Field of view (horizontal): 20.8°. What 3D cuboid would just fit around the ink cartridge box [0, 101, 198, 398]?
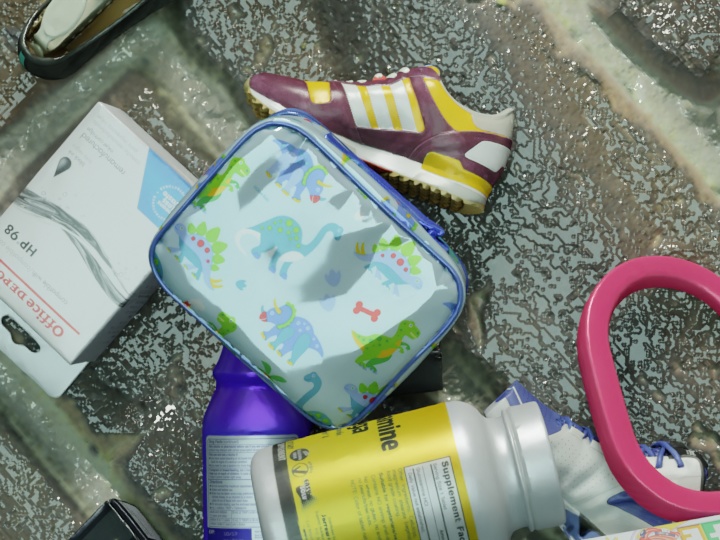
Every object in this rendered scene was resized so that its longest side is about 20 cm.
[{"bbox_3d":[-0.210,-0.011,1.462,0.116,0.067,0.200,41,94,5],"label":"ink cartridge box"}]

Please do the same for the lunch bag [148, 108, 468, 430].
[{"bbox_3d":[-0.031,-0.003,1.360,0.200,0.082,0.161,42,100,-4],"label":"lunch bag"}]

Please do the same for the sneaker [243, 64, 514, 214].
[{"bbox_3d":[0.015,-0.116,1.439,0.199,0.075,0.091,24,82,2],"label":"sneaker"}]

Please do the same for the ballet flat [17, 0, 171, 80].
[{"bbox_3d":[-0.177,-0.215,1.459,0.200,0.068,0.068,-44,84,5],"label":"ballet flat"}]

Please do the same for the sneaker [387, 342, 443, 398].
[{"bbox_3d":[0.000,0.000,1.440,0.105,0.075,0.202,-9,98,2],"label":"sneaker"}]

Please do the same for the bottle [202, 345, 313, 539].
[{"bbox_3d":[-0.076,0.125,1.445,0.083,0.065,0.202,-1,89,6],"label":"bottle"}]

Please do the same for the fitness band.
[{"bbox_3d":[0.230,0.082,1.382,0.143,0.037,0.201,-8,65,-10],"label":"fitness band"}]

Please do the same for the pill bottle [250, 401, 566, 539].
[{"bbox_3d":[0.033,0.153,1.326,0.199,0.112,0.113,-14,88,0],"label":"pill bottle"}]

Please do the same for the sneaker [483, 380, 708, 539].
[{"bbox_3d":[0.184,0.147,1.413,0.115,0.081,0.200,-39,92,2],"label":"sneaker"}]

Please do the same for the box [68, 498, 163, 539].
[{"bbox_3d":[-0.198,0.294,1.446,0.200,0.046,0.159,-45,65,5],"label":"box"}]

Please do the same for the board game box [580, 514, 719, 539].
[{"bbox_3d":[0.246,0.225,1.356,0.198,0.034,0.135,-9,131,-8],"label":"board game box"}]
